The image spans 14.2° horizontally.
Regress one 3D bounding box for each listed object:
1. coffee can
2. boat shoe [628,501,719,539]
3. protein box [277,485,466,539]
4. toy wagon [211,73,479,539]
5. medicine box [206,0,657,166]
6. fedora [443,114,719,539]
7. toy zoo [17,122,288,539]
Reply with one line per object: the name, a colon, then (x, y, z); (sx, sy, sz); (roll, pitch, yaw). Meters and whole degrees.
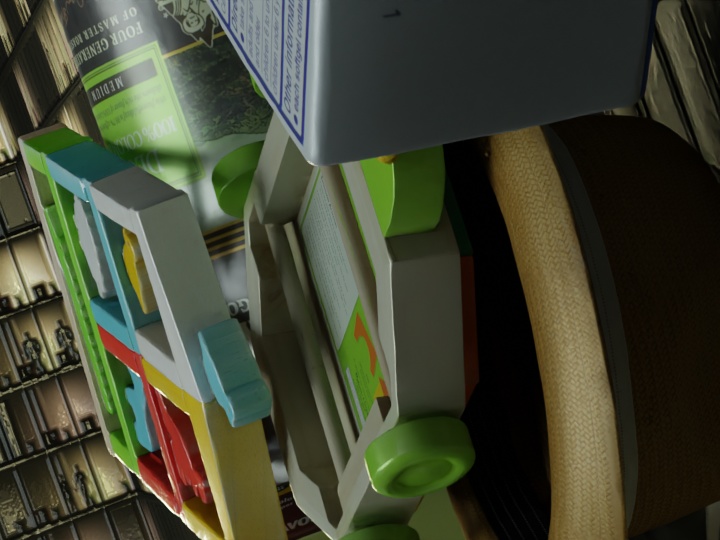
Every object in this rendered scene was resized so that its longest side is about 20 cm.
coffee can: (-0.015, -0.037, 1.059); (0.146, 0.146, 0.201); (164, 86, -79)
boat shoe: (0.098, 0.116, 1.010); (0.067, 0.057, 0.201); (-125, 19, -53)
protein box: (0.031, 0.155, 1.159); (0.200, 0.134, 0.200); (-133, 25, -77)
toy wagon: (0.000, 0.000, 0.888); (0.200, 0.039, 0.156); (112, 146, -56)
medicine box: (0.002, -0.163, 0.788); (0.200, 0.102, 0.183); (-121, 27, -47)
fedora: (0.070, 0.016, 0.884); (0.201, 0.081, 0.202); (170, 90, -77)
toy zoo: (-0.071, 0.026, 1.012); (0.200, 0.020, 0.132); (-150, 43, -67)
